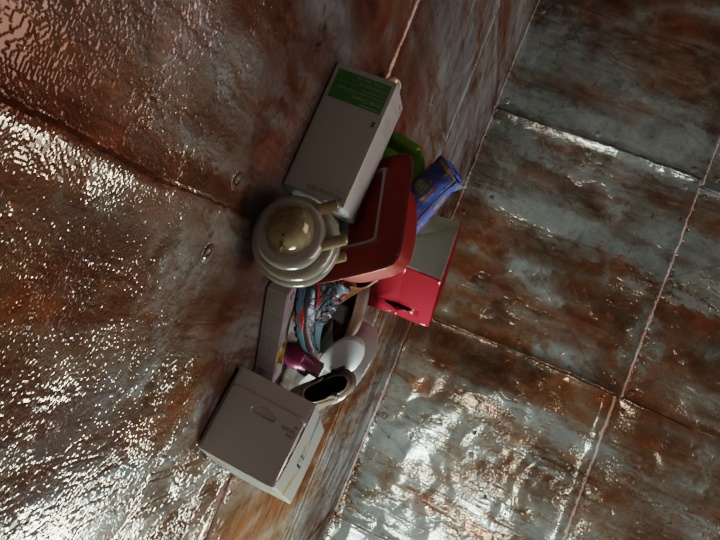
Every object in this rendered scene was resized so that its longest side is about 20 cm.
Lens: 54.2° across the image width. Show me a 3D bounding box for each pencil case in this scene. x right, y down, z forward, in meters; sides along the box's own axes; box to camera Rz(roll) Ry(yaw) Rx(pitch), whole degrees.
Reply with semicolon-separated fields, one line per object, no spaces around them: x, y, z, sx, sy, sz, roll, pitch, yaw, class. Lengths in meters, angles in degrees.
0.118;-0.131;1.392;0.200;0.087;0.078;-46;131;7;pencil case

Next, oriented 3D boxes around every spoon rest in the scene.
-0.095;0.088;1.385;0.199;0.060;0.102;-3;114;-63;spoon rest

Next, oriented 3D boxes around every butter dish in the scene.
0.023;-0.058;1.132;0.147;0.196;0.205;36;53;-44;butter dish

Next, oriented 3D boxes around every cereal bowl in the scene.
-0.051;0.195;1.597;0.201;0.083;0.201;-48;-161;22;cereal bowl

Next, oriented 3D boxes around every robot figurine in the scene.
0.074;-0.192;1.473;0.177;0.114;0.201;-56;165;-26;robot figurine

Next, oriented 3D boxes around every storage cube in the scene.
0.115;-0.018;1.593;0.182;0.167;0.203;97;14;-54;storage cube

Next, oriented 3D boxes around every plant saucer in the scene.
-0.016;0.063;1.518;0.200;0.036;0.206;-166;-91;-76;plant saucer

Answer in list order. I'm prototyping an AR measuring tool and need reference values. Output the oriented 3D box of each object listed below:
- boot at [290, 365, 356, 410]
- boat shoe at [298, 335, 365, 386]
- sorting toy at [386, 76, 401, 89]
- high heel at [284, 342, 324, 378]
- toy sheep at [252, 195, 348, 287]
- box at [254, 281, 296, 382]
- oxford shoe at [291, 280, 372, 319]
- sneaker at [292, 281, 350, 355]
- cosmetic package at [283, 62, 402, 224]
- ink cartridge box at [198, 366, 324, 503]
-0.099;0.247;1.374;0.197;0.071;0.146;-28;170;-5;boot
-0.057;0.190;1.475;0.200;0.071;0.068;-48;-168;32;boat shoe
0.003;-0.245;1.265;0.200;0.036;0.189;-42;152;-56;sorting toy
-0.129;0.168;1.407;0.068;0.095;0.200;-56;-172;-1;high heel
-0.086;-0.039;0.976;0.201;0.135;0.140;93;22;-73;toy sheep
-0.145;0.104;1.185;0.039;0.041;0.204;-53;160;-53;box
-0.046;0.028;1.280;0.198;0.073;0.071;-30;-169;-25;oxford shoe
-0.064;0.046;1.195;0.079;0.093;0.206;-38;131;-81;sneaker
-0.022;-0.188;1.052;0.085;0.105;0.204;57;55;-74;cosmetic package
-0.158;0.280;1.179;0.201;0.144;0.147;86;29;-65;ink cartridge box
